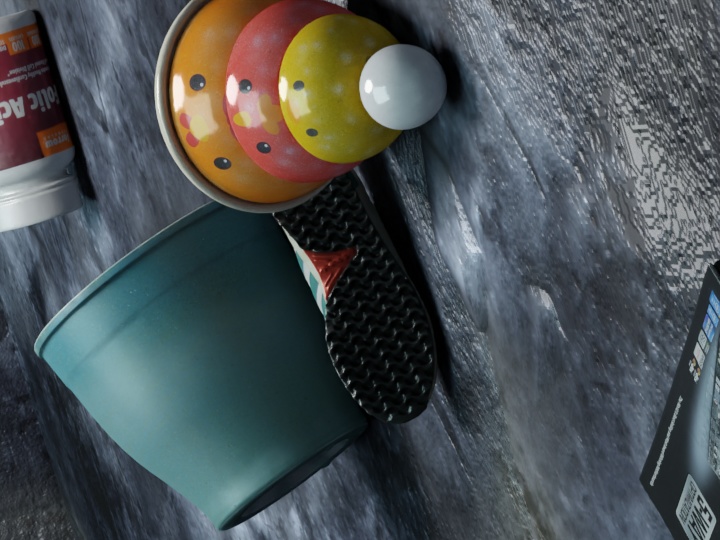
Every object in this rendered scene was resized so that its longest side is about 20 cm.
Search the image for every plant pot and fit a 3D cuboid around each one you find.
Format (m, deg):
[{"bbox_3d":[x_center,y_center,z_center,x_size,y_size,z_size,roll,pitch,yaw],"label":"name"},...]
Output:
[{"bbox_3d":[-0.098,0.074,2.021,0.188,0.200,0.200,53,162,8],"label":"plant pot"}]

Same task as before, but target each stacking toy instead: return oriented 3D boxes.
[{"bbox_3d":[-0.017,-0.110,1.661,0.200,0.146,0.146,-2,107,57],"label":"stacking toy"}]

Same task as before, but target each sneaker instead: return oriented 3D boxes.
[{"bbox_3d":[-0.001,0.000,1.822,0.200,0.070,0.093,64,-169,-2],"label":"sneaker"}]

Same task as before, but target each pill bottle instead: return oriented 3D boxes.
[{"bbox_3d":[-0.345,-0.145,2.759,0.114,0.114,0.200,-169,62,-73],"label":"pill bottle"}]

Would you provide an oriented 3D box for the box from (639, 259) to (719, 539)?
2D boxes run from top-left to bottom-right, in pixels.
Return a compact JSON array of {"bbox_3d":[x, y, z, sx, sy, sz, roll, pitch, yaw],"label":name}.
[{"bbox_3d":[0.193,0.103,1.244,0.200,0.050,0.158,98,150,-59],"label":"box"}]
